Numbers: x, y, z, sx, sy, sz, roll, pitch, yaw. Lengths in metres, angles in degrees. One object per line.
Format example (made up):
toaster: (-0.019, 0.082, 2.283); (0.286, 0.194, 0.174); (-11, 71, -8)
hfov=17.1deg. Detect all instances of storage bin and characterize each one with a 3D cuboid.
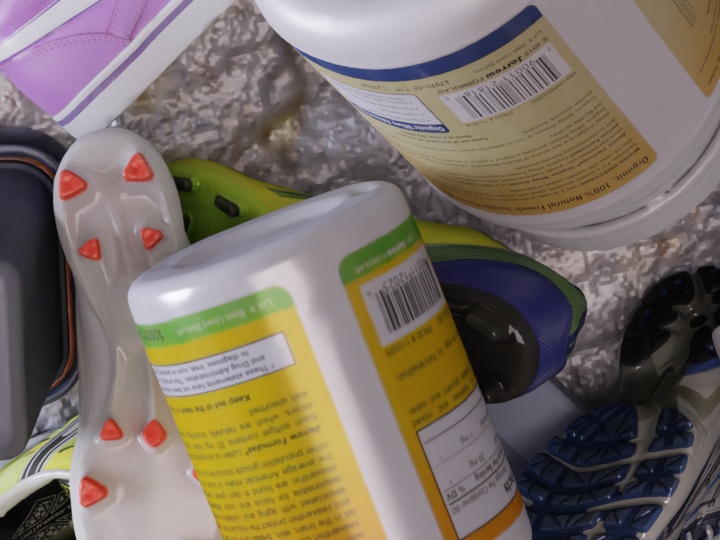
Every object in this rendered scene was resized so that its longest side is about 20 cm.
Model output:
storage bin: (-0.209, 0.010, 0.963); (0.200, 0.134, 0.146); (-2, 106, -6)

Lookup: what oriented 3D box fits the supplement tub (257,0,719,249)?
supplement tub: (0.058, -0.103, 0.908); (0.144, 0.144, 0.200); (-40, 143, 6)

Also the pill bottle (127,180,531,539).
pill bottle: (-0.002, 0.077, 0.901); (0.111, 0.111, 0.200); (-21, 98, 1)

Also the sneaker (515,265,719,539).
sneaker: (0.131, 0.091, 1.009); (0.200, 0.077, 0.085); (-50, 126, -31)

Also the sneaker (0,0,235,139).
sneaker: (-0.083, -0.156, 0.961); (0.200, 0.073, 0.114); (-44, 102, 7)

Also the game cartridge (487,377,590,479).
game cartridge: (0.010, 0.111, 1.040); (0.200, 0.040, 0.133); (-42, 129, 6)

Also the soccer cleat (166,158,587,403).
soccer cleat: (0.000, 0.001, 0.994); (0.200, 0.084, 0.065); (22, 119, 27)

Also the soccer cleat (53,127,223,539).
soccer cleat: (-0.085, 0.042, 0.967); (0.069, 0.078, 0.200); (-7, 87, 3)

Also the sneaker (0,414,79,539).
sneaker: (-0.088, 0.082, 1.024); (0.200, 0.076, 0.075); (-35, 104, 4)

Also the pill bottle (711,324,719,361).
pill bottle: (0.216, 0.102, 0.945); (0.109, 0.110, 0.200); (-19, 79, 1)
